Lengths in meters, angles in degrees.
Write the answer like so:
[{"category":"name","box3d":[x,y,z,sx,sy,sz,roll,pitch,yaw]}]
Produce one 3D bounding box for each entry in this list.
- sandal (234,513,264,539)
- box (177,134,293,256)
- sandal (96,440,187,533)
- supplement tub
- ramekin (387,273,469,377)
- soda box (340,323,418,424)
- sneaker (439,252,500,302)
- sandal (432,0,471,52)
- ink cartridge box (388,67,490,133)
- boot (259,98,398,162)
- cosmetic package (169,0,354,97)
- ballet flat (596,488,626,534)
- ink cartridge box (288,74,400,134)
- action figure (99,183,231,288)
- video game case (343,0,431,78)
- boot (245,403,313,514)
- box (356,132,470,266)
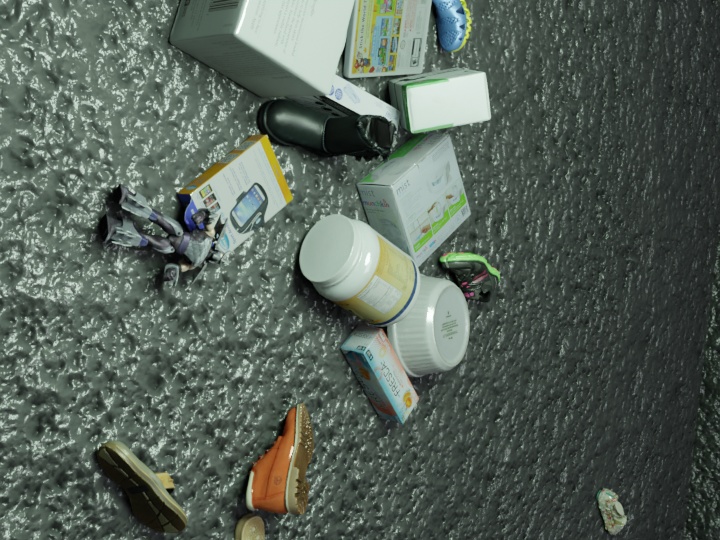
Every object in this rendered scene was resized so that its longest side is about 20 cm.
[{"category":"sandal","box3d":[-0.166,0.521,1.429,0.077,0.069,0.217,-17,108,-45]},{"category":"box","box3d":[-0.199,-0.110,1.321,0.200,0.041,0.121,-43,125,-33]},{"category":"sandal","box3d":[-0.311,0.313,1.244,0.202,0.079,0.054,62,32,-28]},{"category":"supplement tub","box3d":[0.000,0.000,1.482,0.199,0.143,0.147,33,72,-45]},{"category":"ramekin","box3d":[0.141,0.107,1.668,0.201,0.093,0.207,7,82,-56]},{"category":"soda box","box3d":[0.039,0.199,1.615,0.069,0.063,0.202,-50,128,-31]},{"category":"sneaker","box3d":[0.236,0.016,1.800,0.199,0.076,0.086,27,72,-46]},{"category":"sandal","box3d":[0.163,-0.527,1.642,0.086,0.079,0.205,-9,94,-43]},{"category":"ink cartridge box","box3d":[0.136,-0.308,1.519,0.143,0.200,0.085,-11,106,-5]},{"category":"boot","box3d":[-0.046,-0.229,1.381,0.196,0.160,0.075,18,82,-48]},{"category":"cosmetic package","box3d":[-0.141,-0.372,1.251,0.198,0.163,0.168,24,79,-46]},{"category":"ballet flat","box3d":[0.745,0.718,2.487,0.076,0.063,0.202,-54,132,-29]},{"category":"ink cartridge box","box3d":[-0.027,-0.284,1.446,0.198,0.093,0.045,17,84,-48]},{"category":"action figure","box3d":[-0.269,-0.044,1.211,0.198,0.069,0.132,24,95,-34]},{"category":"video game case","box3d":[0.052,-0.450,1.508,0.179,0.023,0.204,-14,121,-38]},{"category":"boot","box3d":[-0.137,0.313,1.429,0.202,0.105,0.076,-81,157,-44]},{"category":"box","box3d":[0.107,-0.136,1.616,0.200,0.095,0.179,-43,125,-35]}]
